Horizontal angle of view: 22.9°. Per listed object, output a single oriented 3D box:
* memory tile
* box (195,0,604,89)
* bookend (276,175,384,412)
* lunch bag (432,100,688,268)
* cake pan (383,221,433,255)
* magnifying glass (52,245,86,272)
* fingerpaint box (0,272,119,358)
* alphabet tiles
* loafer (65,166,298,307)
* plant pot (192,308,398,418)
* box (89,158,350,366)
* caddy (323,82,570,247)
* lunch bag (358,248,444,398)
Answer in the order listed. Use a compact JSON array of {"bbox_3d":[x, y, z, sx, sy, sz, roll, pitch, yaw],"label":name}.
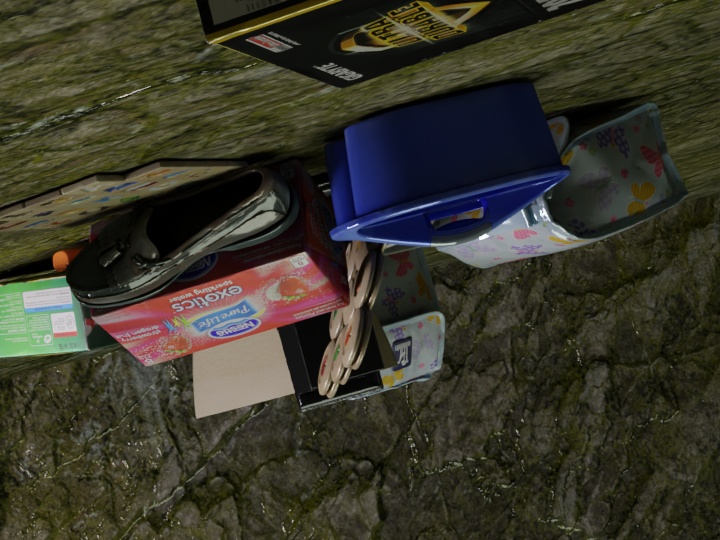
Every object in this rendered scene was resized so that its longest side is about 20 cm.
[{"bbox_3d":[0.000,0.000,1.512,0.017,0.202,0.153,15,161,-8],"label":"memory tile"},{"bbox_3d":[0.030,-0.133,0.784,0.158,0.050,0.200,-18,176,14],"label":"box"},{"bbox_3d":[-0.027,0.021,1.688,0.091,0.201,0.200,-14,175,-12],"label":"bookend"},{"bbox_3d":[0.183,-0.078,1.705,0.199,0.128,0.169,-25,-175,-37],"label":"lunch bag"},{"bbox_3d":[0.102,-0.062,2.264,0.198,0.037,0.200,-16,177,-1],"label":"cake pan"},{"bbox_3d":[-0.203,-0.023,1.671,0.079,0.023,0.199,-18,175,44],"label":"magnifying glass"},{"bbox_3d":[-0.255,0.035,1.678,0.199,0.074,0.166,-6,-176,44],"label":"fingerpaint box"},{"bbox_3d":[-0.186,-0.057,1.351,0.165,0.006,0.200,-17,176,24],"label":"alphabet tiles"},{"bbox_3d":[-0.148,-0.034,1.398,0.198,0.072,0.063,-23,156,6],"label":"loafer"},{"bbox_3d":[-0.102,0.071,2.285,0.199,0.179,0.199,-18,175,40],"label":"plant pot"},{"bbox_3d":[-0.118,-0.004,1.479,0.198,0.096,0.100,-17,147,16],"label":"box"},{"bbox_3d":[0.066,-0.072,1.387,0.198,0.106,0.141,-15,177,-16],"label":"caddy"},{"bbox_3d":[0.025,0.070,2.538,0.168,0.202,0.127,-12,176,-31],"label":"lunch bag"}]
